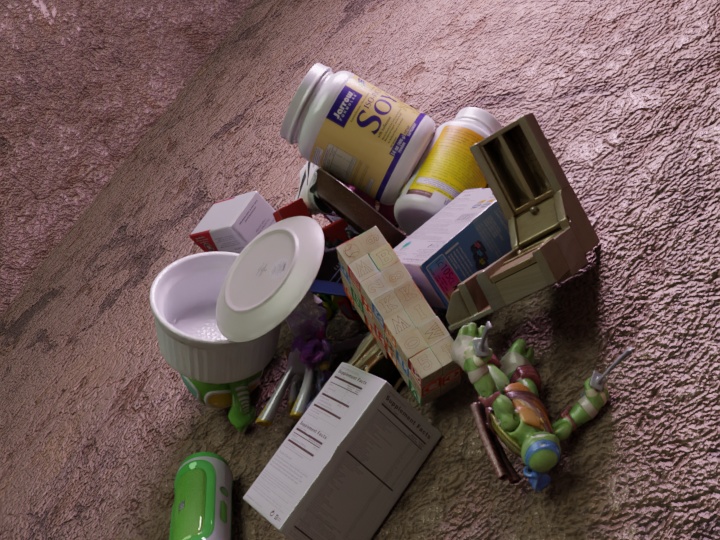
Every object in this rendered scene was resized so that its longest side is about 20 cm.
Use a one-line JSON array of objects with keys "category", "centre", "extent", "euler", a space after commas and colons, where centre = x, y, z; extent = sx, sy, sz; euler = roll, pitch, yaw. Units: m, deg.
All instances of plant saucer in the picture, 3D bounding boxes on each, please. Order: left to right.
[{"category": "plant saucer", "centre": [0.006, -0.072, 1.386], "extent": [0.035, 0.200, 0.200], "euler": [-49, 26, -1]}]

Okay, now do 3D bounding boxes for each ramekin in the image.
[{"category": "ramekin", "centre": [-0.207, 0.072, 1.400], "extent": [0.202, 0.197, 0.099], "euler": [-85, 2, -52]}]

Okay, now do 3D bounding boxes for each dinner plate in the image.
[{"category": "dinner plate", "centre": [-0.130, 0.005, 1.294], "extent": [0.199, 0.024, 0.202], "euler": [-27, 42, 27]}]

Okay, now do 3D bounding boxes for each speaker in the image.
[{"category": "speaker", "centre": [-0.212, 0.337, 1.279], "extent": [0.088, 0.088, 0.201], "euler": [-39, 27, 15]}]

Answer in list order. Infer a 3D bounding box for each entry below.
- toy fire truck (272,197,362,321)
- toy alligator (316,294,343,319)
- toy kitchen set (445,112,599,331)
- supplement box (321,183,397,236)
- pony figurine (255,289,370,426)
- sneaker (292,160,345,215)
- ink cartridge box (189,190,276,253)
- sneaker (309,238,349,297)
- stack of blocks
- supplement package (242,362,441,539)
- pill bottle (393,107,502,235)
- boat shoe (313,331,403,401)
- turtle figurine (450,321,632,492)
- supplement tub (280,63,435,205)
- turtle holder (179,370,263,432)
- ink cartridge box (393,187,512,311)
[{"category": "toy fire truck", "centre": [-0.048, -0.016, 1.419], "extent": [0.048, 0.202, 0.141], "euler": [-28, 5, -26]}, {"category": "toy alligator", "centre": [-0.031, 0.017, 1.481], "extent": [0.199, 0.054, 0.060], "euler": [-36, 28, 22]}, {"category": "toy kitchen set", "centre": [0.144, -0.052, 1.092], "extent": [0.162, 0.182, 0.200], "euler": [-28, 0, 30]}, {"category": "supplement box", "centre": [0.031, -0.155, 1.573], "extent": [0.201, 0.103, 0.130], "euler": [-53, 26, -13]}, {"category": "pony figurine", "centre": [-0.064, 0.114, 1.319], "extent": [0.192, 0.165, 0.203], "euler": [-22, 50, 54]}, {"category": "sneaker", "centre": [-0.054, -0.174, 1.526], "extent": [0.088, 0.074, 0.202], "euler": [-9, 46, 49]}, {"category": "ink cartridge box", "centre": [-0.163, -0.025, 1.578], "extent": [0.143, 0.200, 0.084], "euler": [-6, 42, 53]}, {"category": "sneaker", "centre": [0.000, 0.000, 1.310], "extent": [0.070, 0.197, 0.079], "euler": [115, 163, -86]}, {"category": "stack of blocks", "centre": [0.047, 0.061, 1.163], "extent": [0.058, 0.116, 0.201], "euler": [-28, 63, -11]}, {"category": "supplement package", "centre": [-0.020, 0.227, 1.108], "extent": [0.201, 0.114, 0.109], "euler": [-52, 27, -14]}, {"category": "pill bottle", "centre": [0.135, -0.138, 1.386], "extent": [0.109, 0.109, 0.201], "euler": [-7, 46, 52]}, {"category": "boat shoe", "centre": [0.005, 0.155, 1.217], "extent": [0.073, 0.076, 0.201], "euler": [8, 60, 55]}, {"category": "turtle figurine", "centre": [0.174, 0.098, 0.968], "extent": [0.142, 0.203, 0.194], "euler": [-12, 21, -8]}, {"category": "supplement tub", "centre": [-0.004, -0.203, 1.410], "extent": [0.147, 0.198, 0.145], "euler": [-61, -2, -4]}, {"category": "turtle holder", "centre": [-0.206, 0.152, 1.487], "extent": [0.184, 0.133, 0.141], "euler": [28, 41, 23]}, {"category": "ink cartridge box", "centre": [0.138, -0.040, 1.236], "extent": [0.200, 0.077, 0.136], "euler": [-41, 16, -16]}]
